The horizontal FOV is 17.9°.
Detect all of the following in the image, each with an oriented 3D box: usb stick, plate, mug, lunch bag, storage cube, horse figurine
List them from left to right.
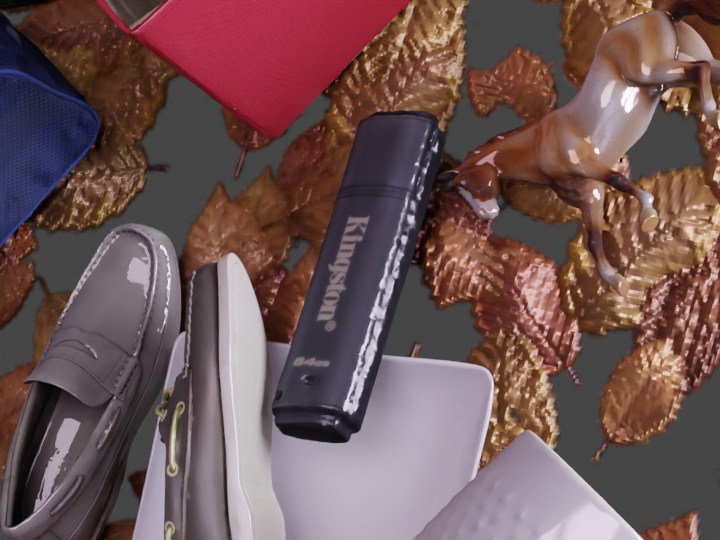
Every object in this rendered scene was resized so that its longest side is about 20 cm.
[{"bbox_3d":[-0.277,-0.077,1.373,0.200,0.136,0.132,-47,62,7],"label":"lunch bag"},{"bbox_3d":[-0.073,-0.212,1.299,0.200,0.180,0.171,-45,62,5],"label":"storage cube"},{"bbox_3d":[-0.030,0.141,1.257,0.200,0.032,0.200,6,76,26],"label":"plate"},{"bbox_3d":[0.000,0.000,1.262,0.055,0.033,0.200,5,63,25],"label":"usb stick"},{"bbox_3d":[0.087,0.207,1.111,0.175,0.148,0.200,-44,68,-2],"label":"mug"},{"bbox_3d":[0.146,-0.083,1.229,0.200,0.050,0.133,-52,44,11],"label":"horse figurine"}]

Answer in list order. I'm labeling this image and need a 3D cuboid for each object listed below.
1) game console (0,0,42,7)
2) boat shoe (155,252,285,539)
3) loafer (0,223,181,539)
[{"bbox_3d":[-0.303,-0.219,1.395,0.177,0.200,0.031,-1,59,24],"label":"game console"},{"bbox_3d":[-0.081,0.090,1.237,0.060,0.072,0.202,-9,74,17],"label":"boat shoe"},{"bbox_3d":[-0.156,0.066,1.313,0.070,0.070,0.200,9,79,26],"label":"loafer"}]
